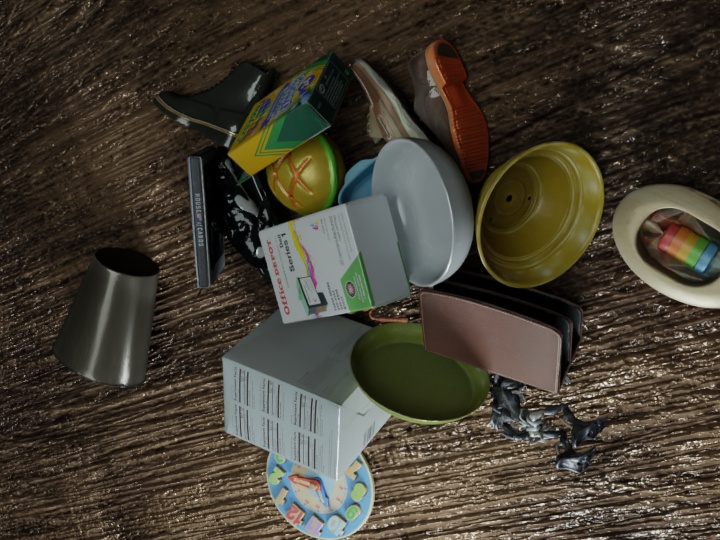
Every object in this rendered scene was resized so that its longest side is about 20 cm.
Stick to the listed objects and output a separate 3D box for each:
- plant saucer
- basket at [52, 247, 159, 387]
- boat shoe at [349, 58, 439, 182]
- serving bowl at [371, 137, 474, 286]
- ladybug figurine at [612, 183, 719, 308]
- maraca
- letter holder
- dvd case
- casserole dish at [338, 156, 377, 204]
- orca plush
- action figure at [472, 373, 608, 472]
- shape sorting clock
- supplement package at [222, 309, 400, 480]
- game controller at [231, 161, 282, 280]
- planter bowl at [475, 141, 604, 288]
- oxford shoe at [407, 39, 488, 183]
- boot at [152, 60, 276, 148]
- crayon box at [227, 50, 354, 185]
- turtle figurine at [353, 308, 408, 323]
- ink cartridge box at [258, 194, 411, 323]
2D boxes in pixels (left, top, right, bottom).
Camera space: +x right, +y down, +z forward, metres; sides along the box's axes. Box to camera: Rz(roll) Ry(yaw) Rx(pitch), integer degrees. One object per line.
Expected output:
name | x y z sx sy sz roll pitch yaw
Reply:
plant saucer | 0.081 0.148 1.296 0.200 0.200 0.031 27 128 20
basket | -0.429 0.072 1.604 0.180 0.136 0.200 25 109 16
boat shoe | 0.040 -0.210 1.307 0.072 0.076 0.200 -37 79 17
serving bowl | 0.092 -0.082 1.230 0.200 0.066 0.200 40 137 51
ladybug figurine | 0.415 -0.033 1.164 0.200 0.072 0.136 37 116 16
maraca | -0.094 -0.151 1.389 0.200 0.107 0.137 15 109 52
letter holder | 0.190 0.060 1.255 0.200 0.101 0.142 17 144 23
dvd case | -0.240 -0.087 1.454 0.025 0.150 0.200 -1 103 1
casserole dish | 0.058 -0.076 1.335 0.121 0.039 0.200 -43 81 -7
orca plush | -0.195 -0.089 1.408 0.105 0.071 0.200 -5 104 46
action figure | 0.249 0.197 1.296 0.200 0.102 0.119 34 128 46
shape sorting clock | -0.070 0.351 1.533 0.200 0.039 0.200 7 106 26
supplement package | -0.071 0.172 1.389 0.200 0.191 0.147 19 124 24
game controller | -0.160 -0.082 1.462 0.104 0.042 0.200 -22 92 48
planter bowl | 0.217 -0.084 1.224 0.083 0.200 0.201 40 124 54
oxford shoe | 0.121 -0.213 1.286 0.073 0.071 0.200 -18 87 46
boot | -0.224 -0.279 1.454 0.200 0.077 0.138 28 96 26
crayon box | -0.110 -0.214 1.313 0.200 0.126 0.052 -27 121 38
turtle figurine | 0.000 0.000 1.395 0.200 0.064 0.162 13 101 33
ink cartridge box | -0.040 -0.012 1.299 0.200 0.084 0.145 -13 93 48
